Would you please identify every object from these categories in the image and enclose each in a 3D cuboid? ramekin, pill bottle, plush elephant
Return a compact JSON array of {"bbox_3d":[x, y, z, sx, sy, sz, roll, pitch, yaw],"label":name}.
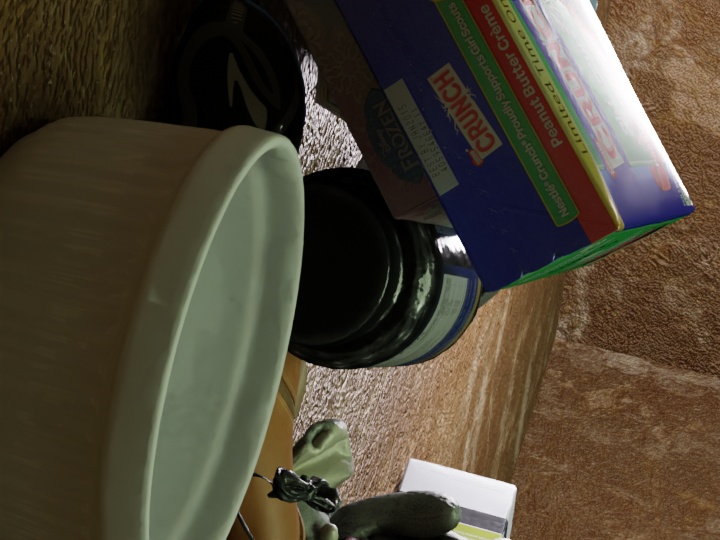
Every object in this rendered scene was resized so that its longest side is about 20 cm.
[{"bbox_3d":[-0.102,0.031,0.791,0.200,0.104,0.202,13,90,-79],"label":"ramekin"},{"bbox_3d":[0.000,0.000,1.079,0.200,0.111,0.113,10,93,-75],"label":"pill bottle"},{"bbox_3d":[-0.021,0.192,1.218,0.154,0.200,0.165,28,97,-47],"label":"plush elephant"}]

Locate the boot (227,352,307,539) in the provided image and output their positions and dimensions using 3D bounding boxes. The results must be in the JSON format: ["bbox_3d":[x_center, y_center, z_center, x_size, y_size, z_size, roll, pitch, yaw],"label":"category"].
[{"bbox_3d":[-0.072,0.105,1.105,0.155,0.076,0.202,68,34,-66],"label":"boot"}]

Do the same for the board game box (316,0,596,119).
[{"bbox_3d":[0.056,-0.155,1.156,0.043,0.199,0.202,-19,130,-34],"label":"board game box"}]

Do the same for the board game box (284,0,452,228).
[{"bbox_3d":[0.012,-0.121,1.033,0.201,0.043,0.199,63,13,6],"label":"board game box"}]

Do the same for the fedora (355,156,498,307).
[{"bbox_3d":[0.051,-0.056,1.459,0.090,0.175,0.201,47,51,-41],"label":"fedora"}]

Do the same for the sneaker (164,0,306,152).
[{"bbox_3d":[-0.075,-0.036,0.942,0.083,0.070,0.202,-61,165,-75],"label":"sneaker"}]

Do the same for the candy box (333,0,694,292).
[{"bbox_3d":[0.082,-0.084,0.943,0.170,0.077,0.200,63,21,5],"label":"candy box"}]

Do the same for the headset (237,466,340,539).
[{"bbox_3d":[-0.074,0.205,1.049,0.094,0.123,0.202,23,90,-61],"label":"headset"}]

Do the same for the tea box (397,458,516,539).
[{"bbox_3d":[0.086,0.360,2.145,0.201,0.132,0.198,91,16,-50],"label":"tea box"}]
